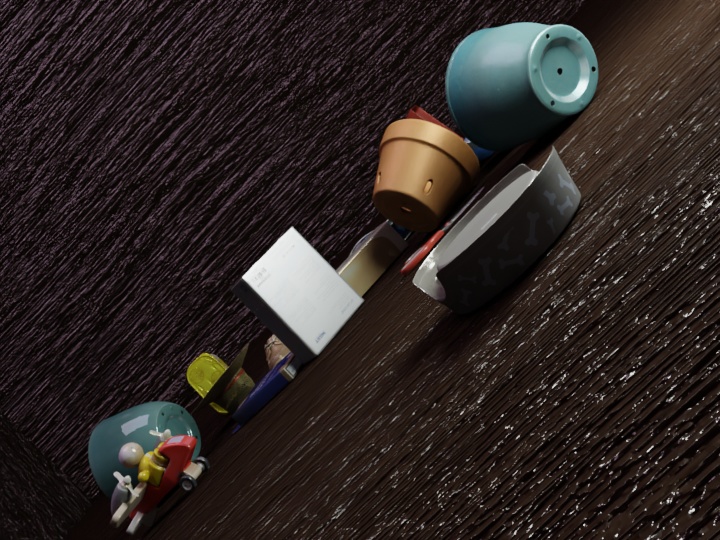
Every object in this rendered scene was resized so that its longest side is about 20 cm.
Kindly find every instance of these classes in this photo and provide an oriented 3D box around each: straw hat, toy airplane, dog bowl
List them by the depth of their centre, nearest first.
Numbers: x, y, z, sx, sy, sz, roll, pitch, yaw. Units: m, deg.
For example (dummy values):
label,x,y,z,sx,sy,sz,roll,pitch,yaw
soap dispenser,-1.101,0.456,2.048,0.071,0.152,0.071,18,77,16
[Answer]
label,x,y,z,sx,sy,sz,roll,pitch,yaw
dog bowl,0.142,-0.037,0.891,0.200,0.059,0.200,-46,5,5
toy airplane,-0.384,0.373,1.566,0.199,0.141,0.200,-48,5,-22
straw hat,-0.280,0.266,1.922,0.202,0.085,0.201,-50,1,1

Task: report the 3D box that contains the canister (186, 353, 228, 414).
label,x,y,z,sx,sy,sz,roll,pitch,yaw
canister,-0.356,0.276,2.157,0.087,0.149,0.200,-45,2,-7

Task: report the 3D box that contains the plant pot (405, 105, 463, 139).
label,x,y,z,sx,sy,sz,roll,pitch,yaw
plant pot,0.196,-0.379,2.706,0.177,0.199,0.200,-55,1,16

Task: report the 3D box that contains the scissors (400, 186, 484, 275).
label,x,y,z,sx,sy,sz,roll,pitch,yaw
scissors,0.142,-0.066,1.477,0.200,0.014,0.073,-44,2,10

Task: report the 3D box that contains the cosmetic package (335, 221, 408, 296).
label,x,y,z,sx,sy,sz,roll,pitch,yaw
cosmetic package,0.000,0.000,1.792,0.200,0.071,0.105,-47,5,-19

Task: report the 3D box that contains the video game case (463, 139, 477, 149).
label,x,y,z,sx,sy,sz,roll,pitch,yaw
video game case,0.258,-0.263,1.719,0.141,0.019,0.200,-17,6,4

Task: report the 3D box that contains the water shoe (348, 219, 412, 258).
label,x,y,z,sx,sy,sz,roll,pitch,yaw
water shoe,0.045,-0.061,1.930,0.200,0.071,0.079,-46,6,3

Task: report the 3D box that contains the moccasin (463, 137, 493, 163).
label,x,y,z,sx,sy,sz,roll,pitch,yaw
moccasin,0.237,-0.264,1.889,0.200,0.080,0.068,-44,16,11

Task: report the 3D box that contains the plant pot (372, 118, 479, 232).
label,x,y,z,sx,sy,sz,roll,pitch,yaw
plant pot,0.110,-0.168,1.648,0.141,0.198,0.200,-64,11,-21

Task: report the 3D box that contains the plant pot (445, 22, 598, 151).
label,x,y,z,sx,sy,sz,roll,pitch,yaw
plant pot,0.265,-0.300,1.368,0.200,0.201,0.187,-46,19,-18

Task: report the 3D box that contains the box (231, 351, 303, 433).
label,x,y,z,sx,sy,sz,roll,pitch,yaw
box,-0.181,0.228,1.693,0.200,0.032,0.121,-45,5,26

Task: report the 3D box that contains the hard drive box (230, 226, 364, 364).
label,x,y,z,sx,sy,sz,roll,pitch,yaw
hard drive box,-0.117,0.047,1.635,0.156,0.200,0.077,-47,4,-31

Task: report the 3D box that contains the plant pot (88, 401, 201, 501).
label,x,y,z,sx,sy,sz,roll,pitch,yaw
plant pot,-0.422,0.360,1.765,0.160,0.202,0.201,-31,10,24

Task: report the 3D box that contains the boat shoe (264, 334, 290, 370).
label,x,y,z,sx,sy,sz,roll,pitch,yaw
boat shoe,-0.188,0.182,1.950,0.071,0.065,0.200,-45,4,1
